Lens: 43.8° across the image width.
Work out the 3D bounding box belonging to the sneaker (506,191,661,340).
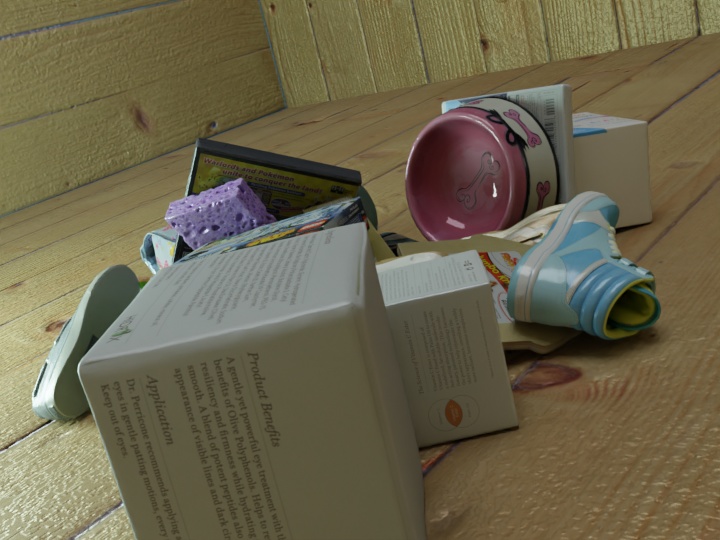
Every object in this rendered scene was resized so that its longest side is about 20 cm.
[{"bbox_3d":[0.236,-0.001,0.853,0.129,0.081,0.200,18,43,31],"label":"sneaker"}]

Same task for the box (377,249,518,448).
[{"bbox_3d":[0.020,0.075,0.750,0.196,0.127,0.098,-13,16,5],"label":"box"}]

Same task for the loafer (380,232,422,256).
[{"bbox_3d":[0.022,-0.004,1.115,0.062,0.073,0.200,2,20,29],"label":"loafer"}]

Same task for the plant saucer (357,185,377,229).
[{"bbox_3d":[-0.073,-0.043,1.143,0.197,0.203,0.039,-13,42,5],"label":"plant saucer"}]

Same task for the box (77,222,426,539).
[{"bbox_3d":[-0.055,0.098,0.602,0.168,0.203,0.200,-12,16,6],"label":"box"}]

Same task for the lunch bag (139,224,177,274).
[{"bbox_3d":[-0.206,-0.030,1.303,0.168,0.129,0.198,-28,30,-33],"label":"lunch bag"}]

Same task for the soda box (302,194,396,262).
[{"bbox_3d":[0.000,0.000,0.990,0.063,0.069,0.201,-18,40,-13],"label":"soda box"}]

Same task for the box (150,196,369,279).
[{"bbox_3d":[-0.100,-0.019,0.929,0.197,0.041,0.137,-15,11,20],"label":"box"}]

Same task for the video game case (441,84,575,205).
[{"bbox_3d":[0.181,-0.115,1.103,0.180,0.205,0.023,1,8,43],"label":"video game case"}]

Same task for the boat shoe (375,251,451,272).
[{"bbox_3d":[0.001,0.037,0.842,0.197,0.071,0.070,-14,51,29],"label":"boat shoe"}]

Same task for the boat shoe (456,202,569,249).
[{"bbox_3d":[0.189,-0.014,1.005,0.197,0.074,0.070,-19,48,11],"label":"boat shoe"}]

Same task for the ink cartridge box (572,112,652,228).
[{"bbox_3d":[0.278,-0.133,1.182,0.126,0.128,0.200,-10,15,-9],"label":"ink cartridge box"}]

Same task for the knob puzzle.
[{"bbox_3d":[0.149,0.026,0.903,0.215,0.031,0.221,4,32,-2],"label":"knob puzzle"}]

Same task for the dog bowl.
[{"bbox_3d":[0.137,-0.106,1.081,0.198,0.205,0.073,1,7,44],"label":"dog bowl"}]

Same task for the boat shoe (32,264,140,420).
[{"bbox_3d":[-0.321,0.080,1.031,0.071,0.070,0.203,-13,45,35],"label":"boat shoe"}]

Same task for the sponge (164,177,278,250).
[{"bbox_3d":[-0.127,-0.018,1.060,0.110,0.201,0.030,-15,43,29],"label":"sponge"}]

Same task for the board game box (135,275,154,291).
[{"bbox_3d":[-0.213,0.050,1.089,0.196,0.097,0.030,-6,18,27],"label":"board game box"}]

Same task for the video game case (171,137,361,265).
[{"bbox_3d":[-0.116,-0.060,1.081,0.196,0.183,0.026,10,38,-15],"label":"video game case"}]
